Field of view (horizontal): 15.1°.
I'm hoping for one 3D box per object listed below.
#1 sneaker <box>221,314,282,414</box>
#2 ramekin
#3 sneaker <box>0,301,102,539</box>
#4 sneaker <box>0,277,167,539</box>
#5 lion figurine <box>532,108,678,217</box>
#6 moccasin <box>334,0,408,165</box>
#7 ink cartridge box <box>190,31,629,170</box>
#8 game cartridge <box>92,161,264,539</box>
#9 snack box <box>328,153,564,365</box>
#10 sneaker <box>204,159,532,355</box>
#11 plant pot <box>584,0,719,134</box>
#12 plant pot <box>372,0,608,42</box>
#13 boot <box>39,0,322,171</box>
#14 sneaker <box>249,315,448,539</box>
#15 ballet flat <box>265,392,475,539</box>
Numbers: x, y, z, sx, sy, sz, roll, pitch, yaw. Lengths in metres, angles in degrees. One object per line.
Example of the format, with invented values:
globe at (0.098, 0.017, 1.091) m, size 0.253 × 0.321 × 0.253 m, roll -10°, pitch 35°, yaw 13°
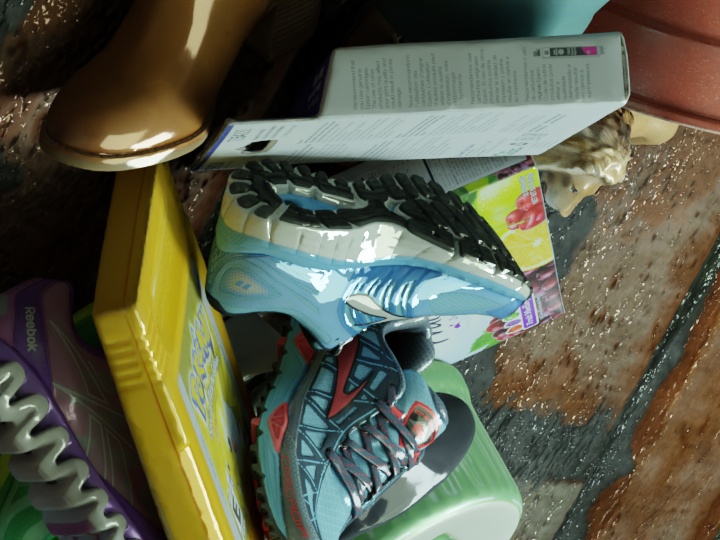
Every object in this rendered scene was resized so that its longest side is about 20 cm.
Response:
sneaker at (-0.112, 0.105, 1.530) m, size 0.200 × 0.071 × 0.073 m, roll -53°, pitch 152°, yaw -7°
ramekin at (0.003, 0.154, 1.667) m, size 0.199 × 0.098 × 0.200 m, roll -29°, pitch 158°, yaw -13°
sneaker at (-0.152, 0.106, 1.455) m, size 0.074 × 0.083 × 0.201 m, roll 2°, pitch 117°, yaw -58°
sneaker at (-0.134, 0.084, 1.380) m, size 0.088 × 0.080 × 0.200 m, roll -43°, pitch 109°, yaw -26°
lion figurine at (0.147, -0.095, 1.664) m, size 0.200 × 0.122 × 0.073 m, roll -25°, pitch 120°, yaw -48°
moccasin at (0.053, -0.135, 1.529) m, size 0.201 × 0.078 × 0.074 m, roll -44°, pitch 152°, yaw -13°
ink cartridge box at (0.018, -0.085, 1.393) m, size 0.196 × 0.199 × 0.044 m, roll 155°, pitch -67°, yaw -80°
game cartridge at (-0.088, 0.060, 1.390) m, size 0.177 × 0.032 × 0.201 m, roll -90°, pitch 167°, yaw -61°
snack box at (0.040, -0.006, 1.598) m, size 0.142 × 0.053 × 0.200 m, roll -22°, pitch 153°, yaw -1°
sneaker at (0.000, 0.000, 1.457) m, size 0.199 × 0.078 × 0.090 m, roll 10°, pitch 121°, yaw -32°
plant pot at (0.216, -0.201, 1.619) m, size 0.200 × 0.200 × 0.196 m, roll -12°, pitch 121°, yaw -53°
plant pot at (0.080, -0.209, 1.395) m, size 0.200 × 0.200 × 0.188 m, roll -40°, pitch 162°, yaw -28°
boot at (-0.081, -0.148, 1.313) m, size 0.200 × 0.077 × 0.156 m, roll -34°, pitch 144°, yaw -34°
sneaker at (-0.003, 0.082, 1.458) m, size 0.201 × 0.095 × 0.080 m, roll -79°, pitch 160°, yaw -46°
ballet flat at (-0.020, 0.120, 1.536) m, size 0.200 × 0.073 × 0.073 m, roll -32°, pitch 146°, yaw -14°
